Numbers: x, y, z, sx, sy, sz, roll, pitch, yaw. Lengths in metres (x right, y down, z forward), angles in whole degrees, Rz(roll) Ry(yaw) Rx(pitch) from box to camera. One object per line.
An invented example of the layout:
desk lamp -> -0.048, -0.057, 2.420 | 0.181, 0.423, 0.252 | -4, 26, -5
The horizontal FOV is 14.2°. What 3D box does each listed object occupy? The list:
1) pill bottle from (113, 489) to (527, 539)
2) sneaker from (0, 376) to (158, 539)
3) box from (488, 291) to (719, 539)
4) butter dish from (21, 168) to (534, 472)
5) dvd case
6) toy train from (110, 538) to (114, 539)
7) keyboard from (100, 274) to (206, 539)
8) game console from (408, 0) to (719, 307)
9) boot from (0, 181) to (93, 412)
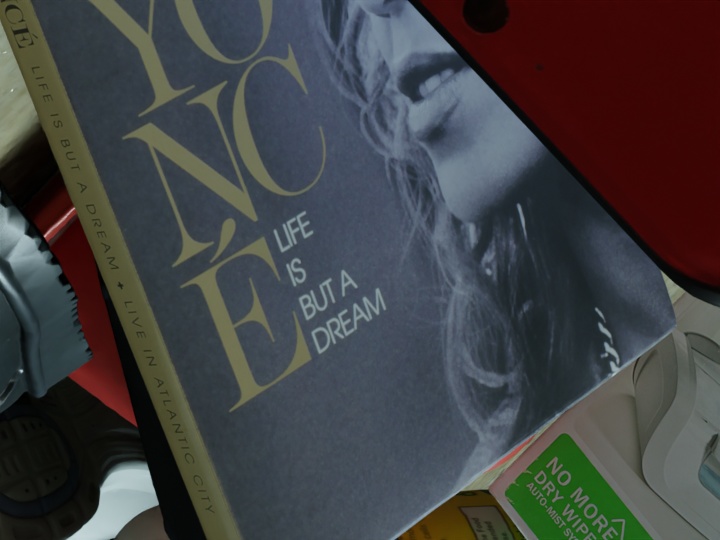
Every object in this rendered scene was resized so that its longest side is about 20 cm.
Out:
pill bottle -> -0.021, 0.128, 0.922 | 0.200, 0.113, 0.113 | -1, 152, -18
sneaker -> -0.108, 0.068, 1.010 | 0.087, 0.075, 0.200 | -35, 167, 31
box -> 0.167, 0.033, 0.918 | 0.176, 0.097, 0.200 | -47, 162, 26
butter dish -> 0.000, 0.000, 0.883 | 0.200, 0.148, 0.199 | -44, 168, 10
dvd case -> -0.007, -0.045, 0.630 | 0.016, 0.200, 0.149 | -4, -158, 47
toy train -> -0.132, 0.152, 1.089 | 0.200, 0.085, 0.114 | -29, -176, 41
keyboard -> -0.028, 0.026, 0.736 | 0.021, 0.127, 0.200 | -31, 135, -22
game console -> 0.066, -0.098, 0.613 | 0.119, 0.200, 0.172 | -44, 169, 12
boot -> -0.151, 0.031, 0.701 | 0.162, 0.073, 0.198 | -35, 166, -9
